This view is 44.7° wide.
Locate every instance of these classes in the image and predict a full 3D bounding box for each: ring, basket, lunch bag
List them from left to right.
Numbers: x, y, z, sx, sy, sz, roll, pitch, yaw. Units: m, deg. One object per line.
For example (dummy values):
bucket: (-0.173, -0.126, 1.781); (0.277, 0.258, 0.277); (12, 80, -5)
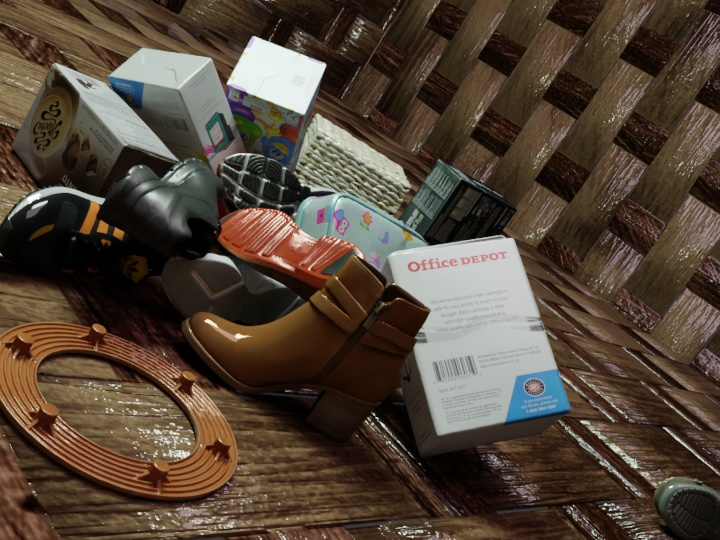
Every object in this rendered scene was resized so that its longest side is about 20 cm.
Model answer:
ring: (-0.177, 0.095, 0.653); (0.200, 0.019, 0.200); (32, 14, -9)
basket: (-0.035, -0.138, 1.477); (0.200, 0.161, 0.198); (32, 13, -12)
lunch bag: (0.000, 0.000, 1.060); (0.077, 0.161, 0.200); (-8, -24, 39)

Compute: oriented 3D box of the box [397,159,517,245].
box: (0.163, -0.078, 1.623); (0.164, 0.200, 0.086); (21, 20, -38)

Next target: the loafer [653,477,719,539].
loafer: (0.451, 0.323, 1.194); (0.200, 0.075, 0.070); (28, 2, -37)

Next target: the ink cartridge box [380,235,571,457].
ink cartridge box: (0.112, 0.077, 0.919); (0.146, 0.084, 0.201); (-8, 65, -14)

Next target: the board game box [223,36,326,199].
board game box: (-0.127, -0.184, 1.150); (0.103, 0.200, 0.105); (20, 51, -3)

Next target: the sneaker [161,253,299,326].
sneaker: (-0.147, 0.016, 0.909); (0.080, 0.071, 0.200); (34, 5, 28)

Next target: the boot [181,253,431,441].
boot: (-0.048, 0.051, 0.804); (0.200, 0.155, 0.077); (32, 14, -3)

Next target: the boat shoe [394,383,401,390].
boat shoe: (-0.013, 0.082, 0.954); (0.068, 0.072, 0.200); (45, 16, 34)

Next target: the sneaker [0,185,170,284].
sneaker: (-0.240, -0.024, 0.809); (0.090, 0.070, 0.200); (33, 11, 15)

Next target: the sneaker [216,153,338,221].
sneaker: (-0.110, -0.089, 1.102); (0.085, 0.077, 0.200); (14, -7, 45)

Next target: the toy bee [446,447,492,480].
toy bee: (0.136, 0.142, 1.007); (0.131, 0.109, 0.200); (27, 15, -39)

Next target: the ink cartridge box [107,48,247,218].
ink cartridge box: (-0.212, -0.164, 1.076); (0.116, 0.067, 0.200); (16, -38, 29)

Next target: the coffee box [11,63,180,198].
coffee box: (-0.290, -0.125, 0.958); (0.080, 0.113, 0.200); (16, 23, -50)

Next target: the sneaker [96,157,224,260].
sneaker: (-0.168, -0.051, 0.829); (0.091, 0.076, 0.200); (40, 18, 2)

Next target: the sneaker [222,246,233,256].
sneaker: (-0.082, -0.021, 1.139); (0.200, 0.079, 0.096); (30, 12, -12)

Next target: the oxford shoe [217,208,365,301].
oxford shoe: (-0.075, -0.006, 0.901); (0.200, 0.071, 0.073); (26, -34, 35)

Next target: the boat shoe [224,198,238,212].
boat shoe: (-0.126, -0.074, 1.234); (0.200, 0.071, 0.091); (30, 12, -17)
